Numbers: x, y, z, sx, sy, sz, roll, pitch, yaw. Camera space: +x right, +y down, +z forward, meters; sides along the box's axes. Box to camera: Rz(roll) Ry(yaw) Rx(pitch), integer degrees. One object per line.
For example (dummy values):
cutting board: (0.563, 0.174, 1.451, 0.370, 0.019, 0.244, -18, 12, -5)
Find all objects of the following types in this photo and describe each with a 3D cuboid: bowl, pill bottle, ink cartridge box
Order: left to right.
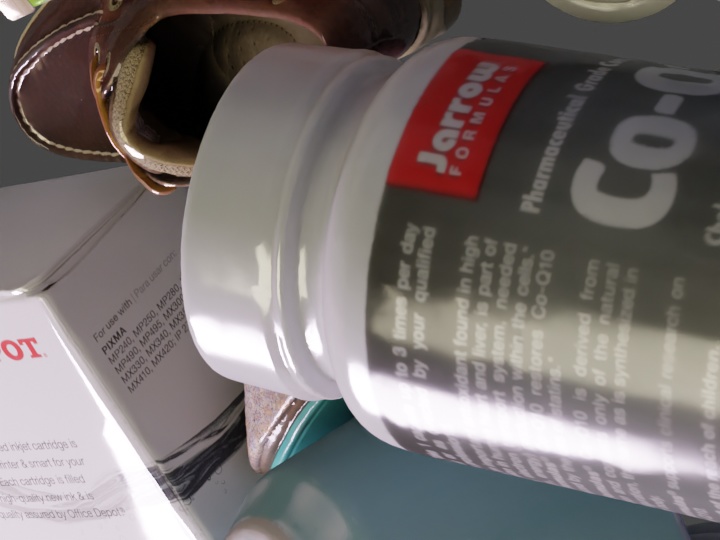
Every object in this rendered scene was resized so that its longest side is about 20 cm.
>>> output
ink cartridge box: (-0.088, 0.066, 0.968, 0.144, 0.084, 0.200, -7, 123, 45)
bowl: (0.019, 0.129, 0.839, 0.201, 0.105, 0.202, 31, 126, 57)
pill bottle: (0.060, 0.000, 0.684, 0.199, 0.114, 0.114, 11, 134, 25)

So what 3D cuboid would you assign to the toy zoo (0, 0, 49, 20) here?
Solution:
toy zoo: (-0.054, -0.156, 0.710, 0.199, 0.021, 0.131, -20, 126, 26)

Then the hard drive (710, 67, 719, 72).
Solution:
hard drive: (0.156, -0.010, 0.721, 0.132, 0.025, 0.200, 52, 142, -12)

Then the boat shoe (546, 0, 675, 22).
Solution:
boat shoe: (0.030, -0.155, 0.648, 0.074, 0.060, 0.200, -21, 120, 37)

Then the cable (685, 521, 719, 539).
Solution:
cable: (0.152, 0.175, 0.874, 0.199, 0.069, 0.200, -4, 122, 44)

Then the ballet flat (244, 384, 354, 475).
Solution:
ballet flat: (0.000, 0.000, 0.851, 0.067, 0.068, 0.200, 56, 144, 14)

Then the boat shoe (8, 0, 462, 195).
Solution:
boat shoe: (-0.058, -0.064, 0.822, 0.200, 0.072, 0.072, -9, 121, 46)
